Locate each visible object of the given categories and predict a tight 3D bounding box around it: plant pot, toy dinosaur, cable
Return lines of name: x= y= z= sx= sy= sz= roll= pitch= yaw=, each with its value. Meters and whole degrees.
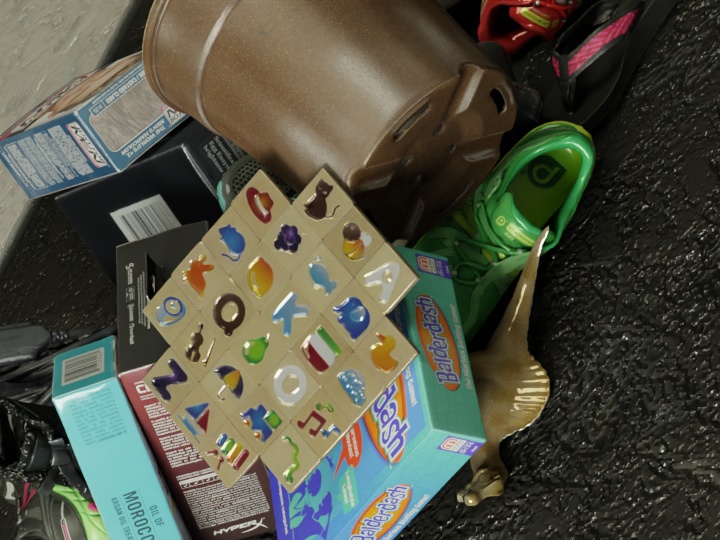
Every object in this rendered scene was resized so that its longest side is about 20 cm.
plant pot: x=-0.011 y=-0.133 z=1.572 sx=0.200 sy=0.200 sz=0.198 roll=-49 pitch=61 yaw=5
toy dinosaur: x=0.086 y=0.073 z=1.555 sx=0.101 sy=0.058 sz=0.200 roll=-3 pitch=62 yaw=35
cable: x=-0.244 y=0.081 z=1.832 sx=0.163 sy=0.199 sz=0.051 roll=96 pitch=163 yaw=-71

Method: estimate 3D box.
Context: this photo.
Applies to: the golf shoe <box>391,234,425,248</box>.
golf shoe: x=0.000 y=0.000 z=1.697 sx=0.200 sy=0.094 sz=0.078 roll=-41 pitch=33 yaw=22

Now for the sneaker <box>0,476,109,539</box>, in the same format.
sneaker: x=-0.258 y=0.199 z=1.859 sx=0.084 sy=0.077 sz=0.200 roll=-52 pitch=28 yaw=-8

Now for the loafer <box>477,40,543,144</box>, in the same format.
loafer: x=0.084 y=-0.141 z=1.731 sx=0.072 sy=0.073 sz=0.200 roll=-64 pitch=26 yaw=-5

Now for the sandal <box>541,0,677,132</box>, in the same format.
sandal: x=0.179 y=-0.175 z=1.683 sx=0.200 sy=0.045 sz=0.075 roll=-56 pitch=30 yaw=-7

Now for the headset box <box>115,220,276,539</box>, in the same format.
headset box: x=-0.117 y=0.076 z=1.662 sx=0.077 sy=0.200 sz=0.149 roll=-16 pitch=38 yaw=6

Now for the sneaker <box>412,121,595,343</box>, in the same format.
sneaker: x=0.091 y=-0.024 z=1.597 sx=0.200 sy=0.074 sz=0.084 roll=-54 pitch=3 yaw=-3

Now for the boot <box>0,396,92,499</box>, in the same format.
boot: x=-0.226 y=0.131 z=1.791 sx=0.198 sy=0.162 sz=0.074 roll=19 pitch=98 yaw=58

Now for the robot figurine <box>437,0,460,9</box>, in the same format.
robot figurine: x=0.044 y=-0.261 z=1.868 sx=0.200 sy=0.113 sz=0.170 roll=-34 pitch=-17 yaw=-13

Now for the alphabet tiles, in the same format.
alphabet tiles: x=-0.055 y=0.039 z=1.506 sx=0.200 sy=0.006 sz=0.166 roll=-49 pitch=69 yaw=20

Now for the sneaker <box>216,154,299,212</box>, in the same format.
sneaker: x=-0.007 y=-0.080 z=1.691 sx=0.091 sy=0.199 sz=0.078 roll=106 pitch=152 yaw=-70

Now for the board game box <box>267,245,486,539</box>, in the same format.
board game box: x=0.004 y=0.104 z=1.543 sx=0.200 sy=0.045 sz=0.152 roll=-51 pitch=36 yaw=39

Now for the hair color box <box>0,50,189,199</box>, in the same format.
hair color box: x=-0.208 y=-0.117 z=1.814 sx=0.100 sy=0.061 sz=0.200 roll=-42 pitch=15 yaw=-24

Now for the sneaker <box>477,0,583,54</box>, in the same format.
sneaker: x=0.152 y=-0.214 z=1.731 sx=0.200 sy=0.077 sz=0.085 roll=-35 pitch=32 yaw=60

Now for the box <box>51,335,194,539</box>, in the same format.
box: x=-0.162 y=0.154 z=1.638 sx=0.049 sy=0.200 sz=0.082 roll=-19 pitch=20 yaw=0

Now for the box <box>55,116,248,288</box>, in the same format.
box: x=-0.103 y=-0.086 z=1.838 sx=0.196 sy=0.118 sz=0.200 roll=-17 pitch=22 yaw=51
